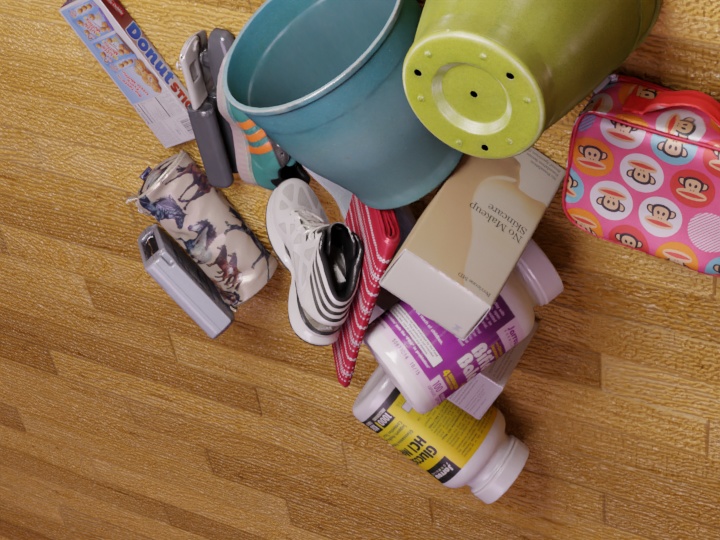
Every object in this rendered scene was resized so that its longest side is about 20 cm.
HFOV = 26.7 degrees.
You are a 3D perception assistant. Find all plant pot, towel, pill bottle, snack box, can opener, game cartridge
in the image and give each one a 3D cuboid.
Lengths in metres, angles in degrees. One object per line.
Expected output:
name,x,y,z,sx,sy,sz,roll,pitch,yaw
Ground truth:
plant pot,0.002,-0.166,1.443,0.199,0.201,0.188,-3,141,39
towel,0.000,0.000,1.555,0.022,0.145,0.201,6,129,-14
pill bottle,0.109,0.048,1.569,0.113,0.200,0.112,52,176,5
plant pot,0.133,-0.202,1.293,0.199,0.193,0.201,20,141,17
snack box,-0.250,-0.226,1.690,0.072,0.024,0.200,-12,124,44
can opener,-0.157,-0.174,1.654,0.066,0.053,0.201,16,139,21
game cartridge,-0.208,0.015,1.818,0.133,0.041,0.200,52,179,-16
pill bottle,0.098,0.185,1.803,0.200,0.113,0.112,37,143,-4

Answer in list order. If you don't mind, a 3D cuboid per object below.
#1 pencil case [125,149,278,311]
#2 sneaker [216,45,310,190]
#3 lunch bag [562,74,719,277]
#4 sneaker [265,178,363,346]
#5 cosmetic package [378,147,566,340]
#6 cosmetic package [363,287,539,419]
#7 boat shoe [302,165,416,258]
pencil case,-0.182,-0.044,1.788,0.089,0.078,0.200,-35,111,14
sneaker,-0.096,-0.160,1.614,0.079,0.072,0.201,16,147,21
lunch bag,0.288,-0.094,1.385,0.199,0.082,0.177,21,140,18
sneaker,-0.037,-0.034,1.559,0.075,0.201,0.116,4,143,-27
cosmetic package,0.112,-0.042,1.474,0.105,0.200,0.071,32,143,-2
cosmetic package,0.083,0.058,1.683,0.199,0.108,0.085,33,145,4
boat shoe,0.007,-0.089,1.617,0.073,0.067,0.200,-22,119,24
